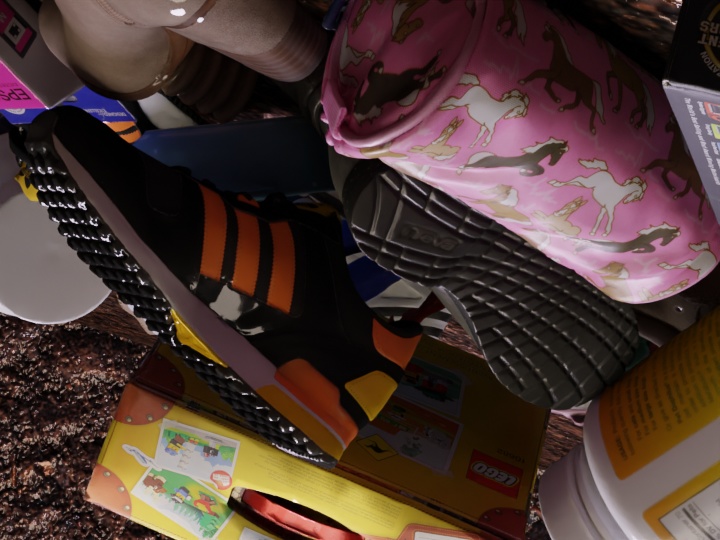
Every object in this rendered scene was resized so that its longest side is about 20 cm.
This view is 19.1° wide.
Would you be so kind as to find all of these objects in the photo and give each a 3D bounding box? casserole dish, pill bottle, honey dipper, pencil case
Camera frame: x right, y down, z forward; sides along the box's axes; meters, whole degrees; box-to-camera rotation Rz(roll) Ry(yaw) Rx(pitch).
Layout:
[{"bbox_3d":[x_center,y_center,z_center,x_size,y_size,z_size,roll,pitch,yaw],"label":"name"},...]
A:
[{"bbox_3d":[-0.049,-0.054,1.046,0.120,0.039,0.200,-5,-178,10],"label":"casserole dish"},{"bbox_3d":[0.179,0.072,0.975,0.200,0.110,0.109,-38,138,27],"label":"pill bottle"},{"bbox_3d":[-0.138,-0.124,0.982,0.199,0.038,0.038,25,170,-27],"label":"honey dipper"},{"bbox_3d":[-0.198,-0.038,1.266,0.111,0.111,0.200,22,-171,-23],"label":"pill bottle"},{"bbox_3d":[0.070,-0.051,0.830,0.086,0.083,0.200,10,169,44],"label":"pencil case"}]

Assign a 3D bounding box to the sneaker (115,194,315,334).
[{"bbox_3d":[-0.073,-0.003,1.200,0.108,0.071,0.200,-4,177,2],"label":"sneaker"}]

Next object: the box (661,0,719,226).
[{"bbox_3d":[0.196,-0.039,0.740,0.160,0.049,0.200,13,171,17],"label":"box"}]

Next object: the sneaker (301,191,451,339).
[{"bbox_3d":[-0.031,-0.002,1.235,0.200,0.116,0.076,25,177,36],"label":"sneaker"}]

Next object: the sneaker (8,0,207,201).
[{"bbox_3d":[-0.148,-0.075,1.083,0.070,0.090,0.200,39,-178,22],"label":"sneaker"}]

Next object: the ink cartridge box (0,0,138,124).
[{"bbox_3d":[-0.193,-0.117,0.944,0.094,0.037,0.200,3,149,42],"label":"ink cartridge box"}]

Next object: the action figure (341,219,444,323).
[{"bbox_3d":[0.000,0.000,1.050,0.199,0.066,0.099,-19,164,-23],"label":"action figure"}]

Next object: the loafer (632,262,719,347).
[{"bbox_3d":[0.154,-0.002,1.036,0.200,0.067,0.076,35,-155,-22],"label":"loafer"}]

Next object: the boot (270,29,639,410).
[{"bbox_3d":[0.044,-0.030,0.959,0.200,0.068,0.131,41,-166,-39],"label":"boot"}]

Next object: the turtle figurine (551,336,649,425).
[{"bbox_3d":[0.126,0.033,1.162,0.149,0.101,0.200,17,180,18],"label":"turtle figurine"}]

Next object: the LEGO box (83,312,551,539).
[{"bbox_3d":[-0.014,0.085,1.049,0.199,0.077,0.149,23,-151,0],"label":"LEGO box"}]

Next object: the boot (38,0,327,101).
[{"bbox_3d":[-0.107,-0.127,0.820,0.199,0.071,0.146,10,162,47],"label":"boot"}]

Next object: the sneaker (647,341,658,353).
[{"bbox_3d":[0.169,0.046,1.317,0.200,0.071,0.098,15,171,41],"label":"sneaker"}]

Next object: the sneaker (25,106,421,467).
[{"bbox_3d":[-0.056,-0.010,0.924,0.200,0.090,0.070,48,164,-19],"label":"sneaker"}]
